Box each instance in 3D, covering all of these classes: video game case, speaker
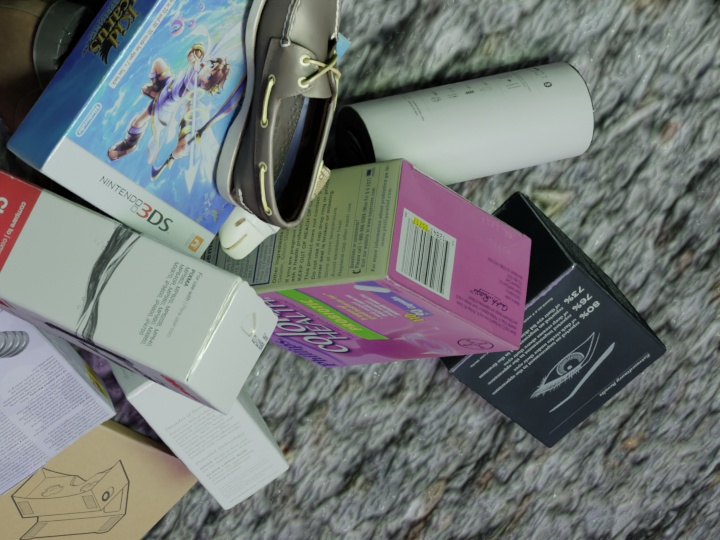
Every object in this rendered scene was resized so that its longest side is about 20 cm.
[{"bbox_3d":[-0.118,-0.122,1.313,0.200,0.045,0.181,-55,144,0],"label":"video game case"},{"bbox_3d":[0.082,-0.112,1.537,0.200,0.081,0.081,-14,136,-22],"label":"speaker"}]

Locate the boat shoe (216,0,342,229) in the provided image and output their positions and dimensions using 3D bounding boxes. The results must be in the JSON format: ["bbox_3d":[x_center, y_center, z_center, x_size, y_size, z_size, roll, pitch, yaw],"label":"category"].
[{"bbox_3d":[-0.044,-0.126,1.303,0.072,0.059,0.200,-7,121,-46],"label":"boat shoe"}]

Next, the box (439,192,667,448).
[{"bbox_3d":[0.157,0.048,1.726,0.148,0.104,0.200,-41,140,8],"label":"box"}]

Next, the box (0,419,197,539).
[{"bbox_3d":[-0.254,0.194,1.668,0.163,0.021,0.200,-44,138,12],"label":"box"}]

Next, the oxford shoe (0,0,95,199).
[{"bbox_3d":[-0.225,-0.123,1.343,0.200,0.084,0.073,94,19,-52],"label":"oxford shoe"}]

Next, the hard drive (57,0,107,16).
[{"bbox_3d":[-0.114,-0.214,1.339,0.200,0.042,0.135,7,126,-37],"label":"hard drive"}]

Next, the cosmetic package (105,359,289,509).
[{"bbox_3d":[-0.141,0.104,1.592,0.074,0.102,0.200,-35,139,0],"label":"cosmetic package"}]

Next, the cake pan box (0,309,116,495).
[{"bbox_3d":[-0.320,0.105,1.502,0.200,0.052,0.184,-36,131,2],"label":"cake pan box"}]

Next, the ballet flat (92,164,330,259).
[{"bbox_3d":[-0.111,-0.035,1.435,0.200,0.065,0.070,-13,156,26],"label":"ballet flat"}]

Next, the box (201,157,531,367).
[{"bbox_3d":[0.000,0.000,1.503,0.200,0.097,0.176,-6,157,38],"label":"box"}]

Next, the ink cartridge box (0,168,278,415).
[{"bbox_3d":[-0.173,0.017,1.351,0.084,0.200,0.144,-65,167,-9],"label":"ink cartridge box"}]
